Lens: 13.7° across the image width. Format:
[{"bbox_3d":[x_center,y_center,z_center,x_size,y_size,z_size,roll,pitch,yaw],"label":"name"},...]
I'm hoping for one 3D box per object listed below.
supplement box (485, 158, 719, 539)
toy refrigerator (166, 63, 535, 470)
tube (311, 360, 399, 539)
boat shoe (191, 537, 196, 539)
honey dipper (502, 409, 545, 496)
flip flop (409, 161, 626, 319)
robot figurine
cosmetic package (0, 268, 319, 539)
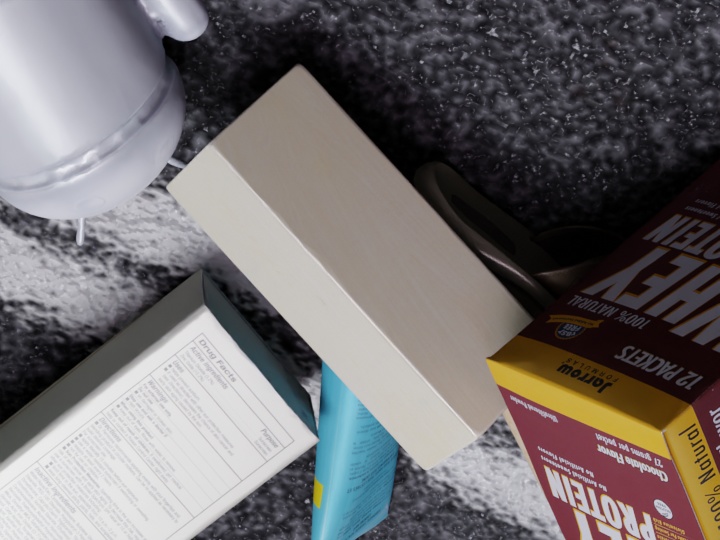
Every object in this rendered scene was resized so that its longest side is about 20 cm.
[{"bbox_3d":[0.204,0.075,1.519,0.133,0.200,0.198,22,145,49],"label":"supplement box"},{"bbox_3d":[0.000,0.000,1.531,0.200,0.076,0.070,47,148,-3],"label":"toy refrigerator"},{"bbox_3d":[0.002,0.076,1.649,0.050,0.077,0.201,29,130,31],"label":"tube"},{"bbox_3d":[-0.194,0.146,1.713,0.199,0.075,0.066,6,139,13],"label":"boat shoe"},{"bbox_3d":[0.098,0.101,1.674,0.038,0.038,0.200,-17,125,18],"label":"honey dipper"},{"bbox_3d":[0.113,-0.001,1.579,0.200,0.081,0.058,37,107,-13],"label":"flip flop"},{"bbox_3d":[-0.161,-0.108,1.498,0.169,0.113,0.200,-29,120,4],"label":"robot figurine"},{"bbox_3d":[-0.132,0.104,1.633,0.200,0.073,0.104,-37,107,6],"label":"cosmetic package"}]
